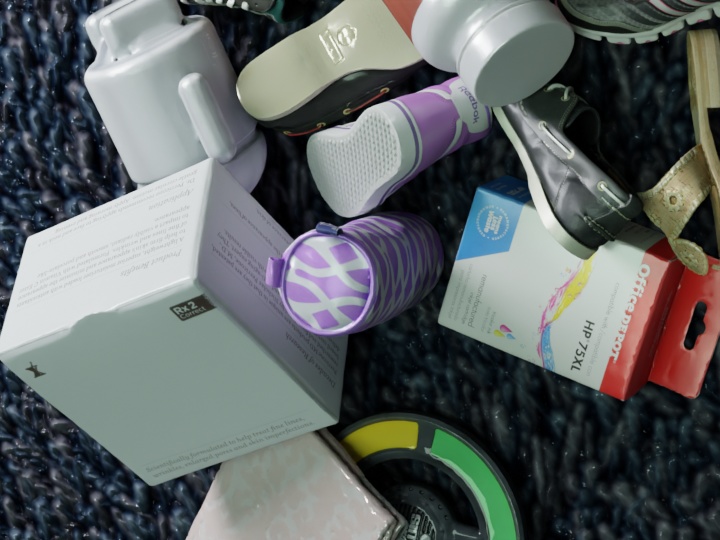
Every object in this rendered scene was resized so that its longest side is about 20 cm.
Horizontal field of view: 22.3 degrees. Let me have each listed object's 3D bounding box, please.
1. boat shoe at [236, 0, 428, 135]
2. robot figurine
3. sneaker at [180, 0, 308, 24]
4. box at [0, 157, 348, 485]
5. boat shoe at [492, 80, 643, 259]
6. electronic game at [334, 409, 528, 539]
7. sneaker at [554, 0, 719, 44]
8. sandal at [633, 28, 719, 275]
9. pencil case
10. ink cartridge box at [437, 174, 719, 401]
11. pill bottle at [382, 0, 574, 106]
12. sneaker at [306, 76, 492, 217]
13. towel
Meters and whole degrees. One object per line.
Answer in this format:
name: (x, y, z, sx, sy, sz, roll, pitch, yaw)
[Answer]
boat shoe: (0.002, -0.169, 1.432, 0.200, 0.063, 0.074, -26, 70, 14)
robot figurine: (-0.146, -0.125, 1.467, 0.113, 0.169, 0.201, -29, 109, -14)
sneaker: (-0.090, -0.232, 1.456, 0.199, 0.071, 0.080, -10, 91, 25)
box: (-0.143, 0.046, 1.451, 0.198, 0.131, 0.200, -20, 132, 27)
boat shoe: (0.147, -0.104, 1.340, 0.068, 0.072, 0.201, -43, 52, 30)
electronic game: (0.043, 0.212, 1.495, 0.199, 0.042, 0.202, 5, 102, 25)
sneaker: (0.229, -0.217, 1.283, 0.199, 0.088, 0.074, -6, 60, 21)
sandal: (0.230, -0.066, 1.318, 0.069, 0.078, 0.213, -4, 86, 6)
pencil case: (0.000, 0.000, 1.389, 0.085, 0.200, 0.085, 5, 96, 19)
ink cartridge box: (0.172, 0.018, 1.381, 0.199, 0.067, 0.117, 22, 109, 20)
pill bottle: (0.068, -0.219, 1.330, 0.112, 0.112, 0.201, -47, 60, 25)
sneaker: (0.037, -0.098, 1.414, 0.200, 0.114, 0.073, -15, 99, 65)
towel: (-0.060, 0.220, 1.516, 0.191, 0.032, 0.201, 45, 120, 34)
